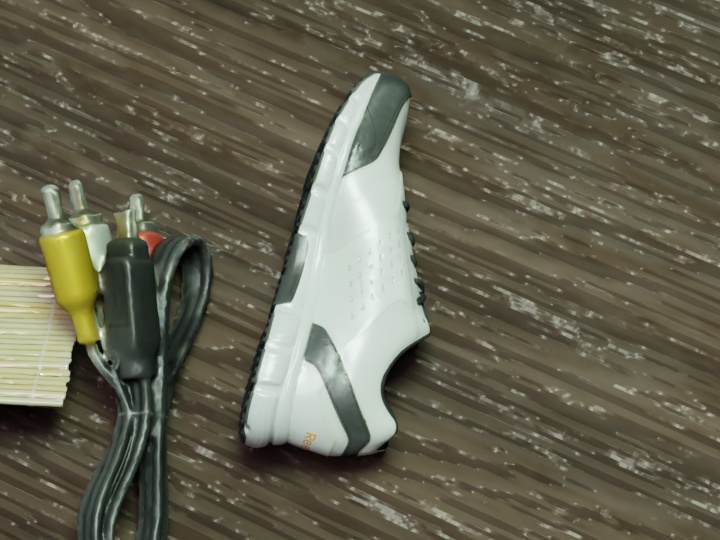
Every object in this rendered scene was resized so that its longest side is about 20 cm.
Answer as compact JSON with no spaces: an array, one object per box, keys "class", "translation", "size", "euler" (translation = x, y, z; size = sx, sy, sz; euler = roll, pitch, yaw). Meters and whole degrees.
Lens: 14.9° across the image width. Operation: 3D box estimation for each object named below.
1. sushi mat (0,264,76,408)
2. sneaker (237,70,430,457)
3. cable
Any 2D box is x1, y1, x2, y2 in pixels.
[{"class":"sushi mat","translation":[-0.238,0.026,1.363],"size":[0.199,0.012,0.096],"euler":[4,47,0]},{"class":"sneaker","translation":[0.000,0.000,1.353],"size":[0.080,0.074,0.201],"euler":[15,75,-2]},{"class":"cable","translation":[-0.114,0.055,1.352],"size":[0.050,0.097,0.201],"euler":[-5,85,39]}]
